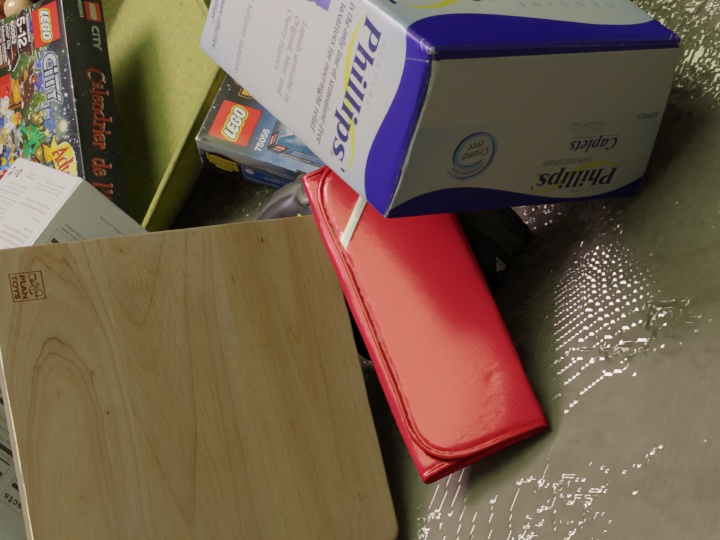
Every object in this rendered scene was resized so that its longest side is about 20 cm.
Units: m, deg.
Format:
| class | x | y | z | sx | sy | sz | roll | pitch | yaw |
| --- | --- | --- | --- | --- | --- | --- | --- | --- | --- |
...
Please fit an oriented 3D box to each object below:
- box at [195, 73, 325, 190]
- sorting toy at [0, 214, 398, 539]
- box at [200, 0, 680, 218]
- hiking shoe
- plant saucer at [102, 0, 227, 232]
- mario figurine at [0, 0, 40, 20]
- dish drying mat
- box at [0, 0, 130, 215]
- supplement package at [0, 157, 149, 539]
| class | x | y | z | sx | sy | sz | roll | pitch | yaw |
| --- | --- | --- | --- | --- | --- | --- | --- | --- | --- |
| box | 0.000 | -0.135 | 1.633 | 0.137 | 0.040 | 0.200 | 19 | 67 | 13 |
| sorting toy | -0.100 | 0.082 | 1.475 | 0.070 | 0.198 | 0.200 | 114 | 146 | -62 |
| box | 0.043 | -0.126 | 1.470 | 0.200 | 0.184 | 0.105 | 44 | 128 | 41 |
| hiking shoe | 0.000 | 0.000 | 1.539 | 0.200 | 0.076 | 0.101 | -3 | 52 | 43 |
| plant saucer | -0.138 | -0.139 | 1.746 | 0.200 | 0.048 | 0.200 | 62 | 138 | 35 |
| mario figurine | -0.209 | -0.217 | 1.818 | 0.200 | 0.124 | 0.106 | -41 | -1 | 41 |
| dish drying mat | 0.032 | 0.016 | 1.464 | 0.077 | 0.018 | 0.200 | -25 | 64 | 6 |
| box | -0.217 | -0.071 | 1.767 | 0.136 | 0.038 | 0.200 | -19 | 75 | 43 |
| supplement package | -0.193 | 0.060 | 1.593 | 0.200 | 0.151 | 0.152 | -53 | 21 | -7 |
